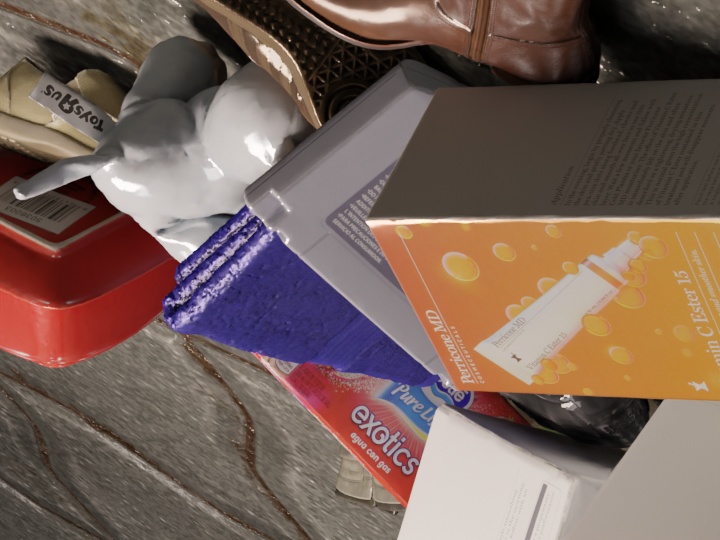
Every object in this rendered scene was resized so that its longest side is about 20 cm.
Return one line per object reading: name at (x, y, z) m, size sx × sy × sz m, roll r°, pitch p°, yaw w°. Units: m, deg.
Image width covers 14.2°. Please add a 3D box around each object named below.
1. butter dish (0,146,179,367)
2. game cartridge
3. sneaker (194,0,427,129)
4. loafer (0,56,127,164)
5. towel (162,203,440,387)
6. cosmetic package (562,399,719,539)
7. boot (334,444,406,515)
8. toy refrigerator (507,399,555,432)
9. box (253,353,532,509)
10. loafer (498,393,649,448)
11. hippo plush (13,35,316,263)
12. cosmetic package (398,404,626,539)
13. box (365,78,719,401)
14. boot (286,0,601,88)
butter dish at (-0.211, 0.000, 2.014) m, size 0.200 × 0.199 × 0.148 m, roll 26°, pitch 128°, yaw 31°
game cartridge at (0.046, -0.026, 1.585) m, size 0.200 × 0.133 × 0.041 m, roll 42°, pitch -161°, yaw -39°
sneaker at (-0.028, -0.131, 1.599) m, size 0.200 × 0.070 × 0.076 m, roll 47°, pitch 178°, yaw -15°
loafer at (-0.173, -0.098, 1.948) m, size 0.200 × 0.068 × 0.076 m, roll 18°, pitch 174°, yaw 23°
towel at (0.000, 0.000, 1.676) m, size 0.200 × 0.050 × 0.148 m, roll 14°, pitch 136°, yaw -37°
cosmetic package at (0.242, 0.145, 1.527) m, size 0.199 × 0.200 × 0.123 m, roll 47°, pitch 161°, yaw -30°
boot at (-0.007, 0.097, 2.003) m, size 0.068 × 0.131 × 0.200 m, roll 2°, pitch -171°, yaw -35°
toy refrigerator at (0.158, 0.167, 1.984) m, size 0.200 × 0.076 × 0.070 m, roll 46°, pitch 161°, yaw -26°
box at (0.016, 0.071, 1.838) m, size 0.200 × 0.095 × 0.100 m, roll 47°, pitch 176°, yaw -28°
loafer at (0.120, 0.067, 1.745) m, size 0.070 × 0.068 × 0.201 m, roll 53°, pitch 173°, yaw -15°
hippo plush at (-0.067, -0.089, 1.701) m, size 0.161 × 0.159 × 0.200 m, roll -24°, pitch 137°, yaw 38°
cosmetic package at (0.154, 0.177, 1.734) m, size 0.199 × 0.123 × 0.200 m, roll 15°, pitch -175°, yaw -23°
box at (0.125, -0.014, 1.385) m, size 0.200 × 0.097 × 0.124 m, roll 0°, pitch 135°, yaw 34°
boot at (0.034, -0.161, 1.355) m, size 0.186 × 0.064 × 0.200 m, roll 20°, pitch 163°, yaw 11°
